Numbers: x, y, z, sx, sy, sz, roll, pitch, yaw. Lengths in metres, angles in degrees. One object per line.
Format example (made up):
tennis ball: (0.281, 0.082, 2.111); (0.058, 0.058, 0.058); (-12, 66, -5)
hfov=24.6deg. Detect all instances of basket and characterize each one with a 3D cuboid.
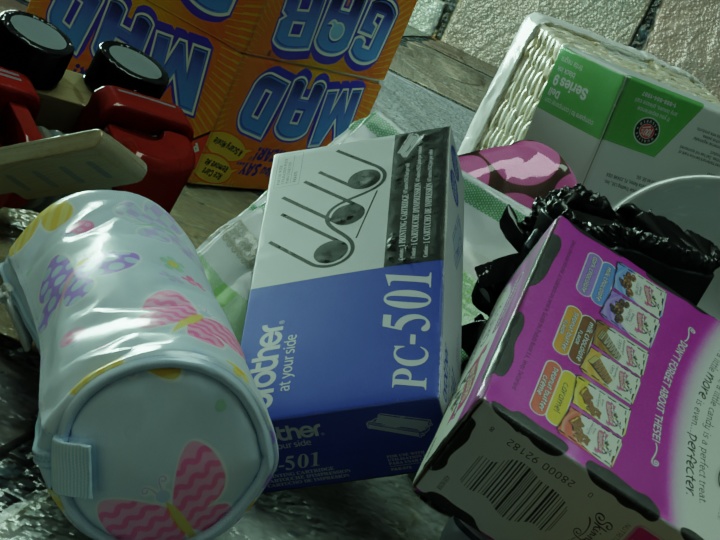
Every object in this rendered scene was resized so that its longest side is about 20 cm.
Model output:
basket: (0.203, -0.077, 1.364); (0.197, 0.201, 0.161); (16, 18, -30)

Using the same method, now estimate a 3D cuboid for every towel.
towel: (0.000, 0.000, 0.855); (0.149, 0.031, 0.200); (32, 48, 21)

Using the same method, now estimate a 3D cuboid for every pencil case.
pencil case: (0.039, -0.014, 0.967); (0.198, 0.095, 0.091); (-14, 9, -26)
pencil case: (-0.096, 0.034, 0.675); (0.090, 0.084, 0.200); (12, 17, -22)

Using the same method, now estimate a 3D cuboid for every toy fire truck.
toy fire truck: (-0.158, -0.062, 0.884); (0.175, 0.129, 0.200); (15, 29, -38)

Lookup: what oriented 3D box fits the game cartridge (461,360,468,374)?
game cartridge: (0.135, 0.039, 1.038); (0.199, 0.042, 0.134); (25, 38, -1)

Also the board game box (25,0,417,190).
board game box: (-0.106, -0.194, 1.260); (0.199, 0.201, 0.199); (31, 15, 26)

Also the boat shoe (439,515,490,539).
boat shoe: (0.127, 0.115, 0.749); (0.201, 0.087, 0.075); (16, 16, -34)

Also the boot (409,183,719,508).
boot: (0.128, 0.054, 0.815); (0.197, 0.164, 0.073); (17, 17, -29)

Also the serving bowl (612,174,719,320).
serving bowl: (0.196, 0.050, 0.961); (0.198, 0.202, 0.066); (22, -19, -10)

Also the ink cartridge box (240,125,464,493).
ink cartridge box: (-0.001, 0.012, 0.760); (0.093, 0.044, 0.201); (-9, 37, 11)

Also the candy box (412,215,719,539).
candy box: (0.133, 0.084, 0.667); (0.199, 0.061, 0.137); (33, 38, -1)

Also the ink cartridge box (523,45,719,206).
ink cartridge box: (0.174, -0.036, 1.160); (0.145, 0.202, 0.084); (14, 14, -36)
